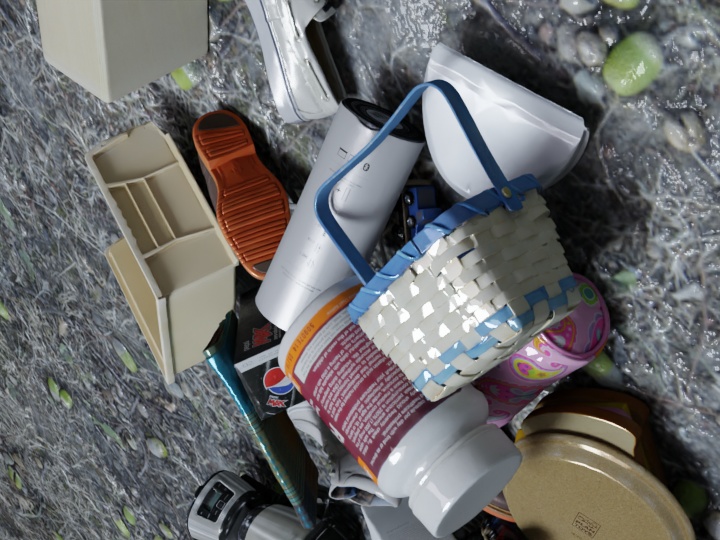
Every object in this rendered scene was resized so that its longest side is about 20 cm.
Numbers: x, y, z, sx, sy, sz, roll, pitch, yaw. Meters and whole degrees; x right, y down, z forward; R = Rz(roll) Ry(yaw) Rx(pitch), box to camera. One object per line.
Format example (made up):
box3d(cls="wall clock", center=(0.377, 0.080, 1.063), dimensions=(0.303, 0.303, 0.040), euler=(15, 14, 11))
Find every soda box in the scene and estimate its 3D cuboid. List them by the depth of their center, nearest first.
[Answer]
box3d(cls="soda box", center=(-0.080, 0.069, 1.179), dimensions=(0.200, 0.070, 0.064), euler=(-103, -11, -71))

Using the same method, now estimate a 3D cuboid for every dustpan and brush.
box3d(cls="dustpan and brush", center=(0.100, -0.083, 0.964), dimensions=(0.139, 0.057, 0.201), euler=(30, 133, 13))

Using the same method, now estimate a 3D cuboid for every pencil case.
box3d(cls="pencil case", center=(0.131, 0.076, 1.020), dimensions=(0.088, 0.087, 0.200), euler=(50, 146, 6))

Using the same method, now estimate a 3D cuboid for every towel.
box3d(cls="towel", center=(-0.095, 0.145, 1.177), dimensions=(0.202, 0.021, 0.147), euler=(63, -175, -10))

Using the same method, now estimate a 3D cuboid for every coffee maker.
box3d(cls="coffee maker", center=(-0.102, 0.355, 1.474), dimensions=(0.199, 0.134, 0.194), euler=(18, 132, 41))

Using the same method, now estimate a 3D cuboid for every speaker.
box3d(cls="speaker", center=(-0.020, -0.041, 1.030), dimensions=(0.081, 0.081, 0.202), euler=(34, 111, 26))

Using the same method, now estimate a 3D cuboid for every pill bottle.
box3d(cls="pill bottle", center=(0.032, 0.110, 0.973), dimensions=(0.200, 0.113, 0.115), euler=(47, 145, 24))

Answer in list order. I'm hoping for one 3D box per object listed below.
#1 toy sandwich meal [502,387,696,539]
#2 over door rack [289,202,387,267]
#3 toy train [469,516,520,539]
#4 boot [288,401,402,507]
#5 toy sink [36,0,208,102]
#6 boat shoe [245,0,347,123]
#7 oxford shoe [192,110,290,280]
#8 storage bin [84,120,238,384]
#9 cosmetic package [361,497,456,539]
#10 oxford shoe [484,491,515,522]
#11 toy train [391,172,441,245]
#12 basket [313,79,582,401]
box3d(cls="toy sandwich meal", center=(0.210, 0.194, 1.044), dimensions=(0.203, 0.070, 0.207), euler=(24, 140, 22))
box3d(cls="over door rack", center=(0.000, 0.000, 1.138), dimensions=(0.147, 0.066, 0.202), euler=(-30, 80, 55))
box3d(cls="toy train", center=(0.131, 0.264, 1.130), dimensions=(0.034, 0.046, 0.200), euler=(41, 179, 3))
box3d(cls="boot", center=(-0.020, 0.193, 1.265), dimensions=(0.199, 0.097, 0.073), euler=(3, 152, 48))
box3d(cls="toy sink", center=(-0.227, -0.285, 1.107), dimensions=(0.112, 0.130, 0.202), euler=(34, 141, 27))
box3d(cls="boat shoe", center=(-0.055, -0.226, 1.020), dimensions=(0.069, 0.071, 0.202), euler=(-6, 112, 21))
box3d(cls="oxford shoe", center=(-0.112, -0.064, 1.174), dimensions=(0.073, 0.070, 0.202), euler=(92, 161, -56))
box3d(cls="storage bin", center=(-0.210, -0.020, 1.267), dimensions=(0.200, 0.093, 0.201), euler=(59, 161, 23))
box3d(cls="cosmetic package", center=(0.071, 0.312, 1.222), dimensions=(0.200, 0.073, 0.103), euler=(-130, 19, -66))
box3d(cls="oxford shoe", center=(0.102, 0.153, 1.131), dimensions=(0.200, 0.071, 0.073), euler=(45, 136, 12))
box3d(cls="toy train", center=(0.056, 0.013, 1.038), dimensions=(0.046, 0.034, 0.203), euler=(-8, 87, 54))
box3d(cls="basket", center=(0.058, -0.018, 0.907), dimensions=(0.201, 0.138, 0.176), euler=(56, 135, 7))
